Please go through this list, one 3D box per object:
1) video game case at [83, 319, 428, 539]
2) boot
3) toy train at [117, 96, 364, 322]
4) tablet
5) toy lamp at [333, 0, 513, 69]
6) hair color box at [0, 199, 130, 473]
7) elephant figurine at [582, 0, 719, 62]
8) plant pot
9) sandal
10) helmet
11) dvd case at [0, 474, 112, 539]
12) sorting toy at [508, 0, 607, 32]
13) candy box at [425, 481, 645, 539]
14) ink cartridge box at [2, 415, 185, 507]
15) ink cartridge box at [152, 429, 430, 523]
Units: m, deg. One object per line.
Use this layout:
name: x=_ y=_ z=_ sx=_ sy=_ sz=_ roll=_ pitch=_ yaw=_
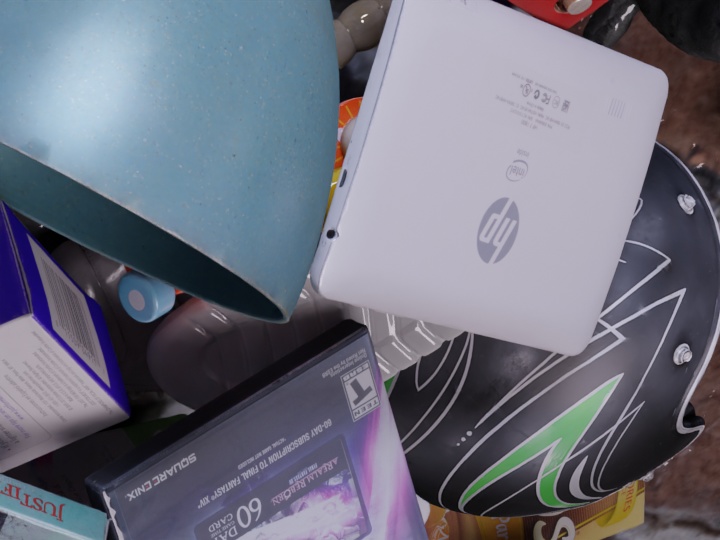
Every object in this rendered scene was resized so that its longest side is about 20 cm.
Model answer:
video game case: x=-0.031 y=0.140 z=1.263 sx=0.143 sy=0.019 sz=0.201 roll=-31 pitch=120 yaw=-26
boot: x=-0.083 y=0.032 z=1.358 sx=0.095 sy=0.074 sz=0.200 roll=-27 pitch=140 yaw=-5
toy train: x=-0.011 y=-0.048 z=1.232 sx=0.200 sy=0.056 sz=0.150 roll=-31 pitch=-170 yaw=-40
tablet: x=0.058 y=-0.038 z=1.186 sx=0.200 sy=0.014 sz=0.131 roll=14 pitch=94 yaw=-53
toy lamp: x=-0.002 y=-0.103 z=1.267 sx=0.200 sy=0.058 sz=0.058 roll=-33 pitch=149 yaw=-7
hair color box: x=-0.209 y=0.054 z=1.204 sx=0.199 sy=0.065 sz=0.109 roll=-24 pitch=149 yaw=6
elephant figurine: x=0.240 y=-0.141 z=1.380 sx=0.199 sy=0.155 sz=0.142 roll=7 pitch=106 yaw=-39
plant pot: x=-0.087 y=-0.085 z=1.102 sx=0.135 sy=0.200 sz=0.200 roll=-63 pitch=149 yaw=-8
sandal: x=0.003 y=0.006 z=1.276 sx=0.202 sy=0.050 sz=0.083 roll=-23 pitch=124 yaw=6
helmet: x=0.074 y=0.021 z=1.380 sx=0.200 sy=0.200 sz=0.191 roll=-34 pitch=157 yaw=-6
dvd case: x=-0.214 y=0.137 z=1.210 sx=0.146 sy=0.022 sz=0.200 roll=23 pitch=133 yaw=-23
sorting toy: x=0.091 y=-0.183 z=1.119 sx=0.200 sy=0.070 sz=0.199 roll=-34 pitch=153 yaw=19
candy box: x=0.062 y=0.103 z=1.561 sx=0.199 sy=0.055 sz=0.116 roll=-15 pitch=116 yaw=-32
ink cartridge box: x=-0.146 y=0.148 z=1.370 sx=0.199 sy=0.117 sz=0.067 roll=-11 pitch=140 yaw=-35
ink cartridge box: x=-0.070 y=0.154 z=1.294 sx=0.117 sy=0.067 sz=0.200 roll=42 pitch=78 yaw=-37
